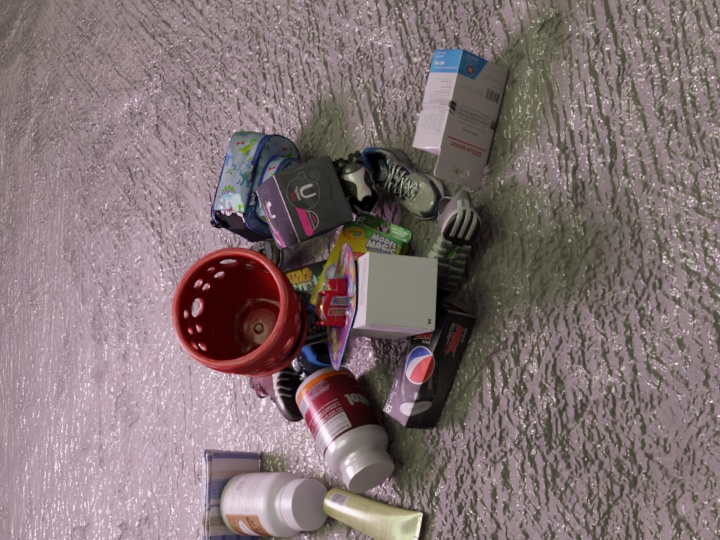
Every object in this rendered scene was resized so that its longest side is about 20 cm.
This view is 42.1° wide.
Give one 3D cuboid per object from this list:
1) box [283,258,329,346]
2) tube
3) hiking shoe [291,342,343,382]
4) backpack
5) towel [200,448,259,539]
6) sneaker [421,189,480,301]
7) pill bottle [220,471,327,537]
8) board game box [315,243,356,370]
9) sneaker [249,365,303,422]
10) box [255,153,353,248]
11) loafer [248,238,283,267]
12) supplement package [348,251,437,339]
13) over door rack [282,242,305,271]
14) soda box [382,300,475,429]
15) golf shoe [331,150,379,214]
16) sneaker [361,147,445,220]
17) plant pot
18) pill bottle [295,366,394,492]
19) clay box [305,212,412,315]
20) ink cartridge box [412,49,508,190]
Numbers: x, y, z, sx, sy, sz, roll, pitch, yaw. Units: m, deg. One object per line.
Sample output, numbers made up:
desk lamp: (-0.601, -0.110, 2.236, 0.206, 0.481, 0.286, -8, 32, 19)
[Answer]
box: (-0.065, 0.054, 1.654, 0.200, 0.040, 0.137, -16, 71, 11)
tube: (0.023, 0.413, 1.554, 0.200, 0.052, 0.058, 8, 129, 45)
hiking shoe: (-0.117, 0.109, 1.720, 0.087, 0.074, 0.200, -40, 89, 23)
backpack: (-0.179, -0.162, 1.807, 0.147, 0.183, 0.201, 4, 80, 25)
towel: (-0.244, 0.437, 1.761, 0.024, 0.147, 0.201, -11, 74, 37)
sneaker: (0.139, -0.047, 1.522, 0.116, 0.075, 0.200, -87, 20, -49)
pill bottle: (-0.153, 0.422, 1.689, 0.200, 0.114, 0.115, -14, 71, 45)
board game box: (-0.049, 0.054, 1.477, 0.158, 0.039, 0.200, -101, 21, -47)
sneaker: (-0.158, 0.228, 1.779, 0.116, 0.076, 0.200, -53, 37, 32)
box: (-0.100, -0.114, 1.614, 0.122, 0.106, 0.200, 68, 165, -3)
loafer: (-0.205, -0.012, 1.813, 0.200, 0.063, 0.072, 146, 120, -62)
supplement package: (0.037, 0.043, 1.456, 0.200, 0.113, 0.110, 152, 123, -73)
over door rack: (-0.101, -0.002, 1.763, 0.200, 0.067, 0.148, -34, 59, 38)
soda box: (0.109, 0.151, 1.495, 0.063, 0.071, 0.200, 28, 102, 48)
golf shoe: (-0.012, -0.130, 1.633, 0.078, 0.200, 0.095, -27, 78, -2)
sneaker: (0.064, -0.151, 1.601, 0.200, 0.085, 0.077, 44, 113, 43)
plant pot: (-0.187, 0.080, 1.562, 0.200, 0.182, 0.201, -4, 74, 15)
pill bottle: (-0.023, 0.269, 1.584, 0.113, 0.113, 0.200, -53, 49, 26)
clay box: (0.000, 0.000, 1.603, 0.115, 0.048, 0.200, 21, 83, 18)
ink cartridge box: (0.155, -0.239, 1.497, 0.068, 0.116, 0.200, 14, 91, 49)
